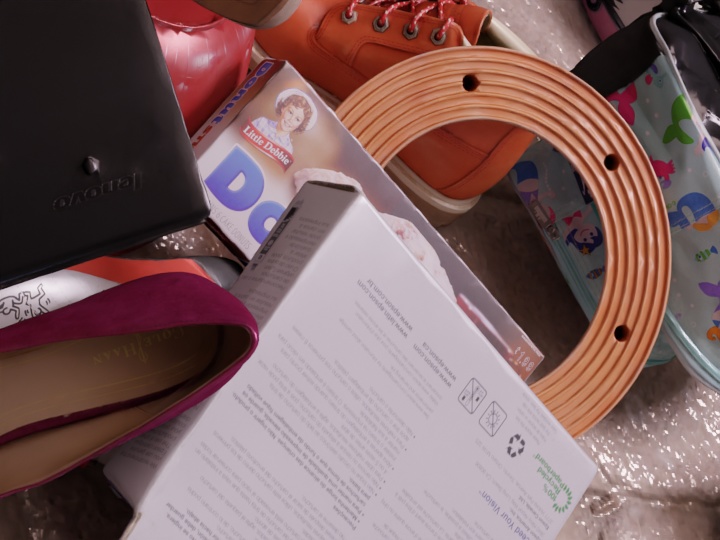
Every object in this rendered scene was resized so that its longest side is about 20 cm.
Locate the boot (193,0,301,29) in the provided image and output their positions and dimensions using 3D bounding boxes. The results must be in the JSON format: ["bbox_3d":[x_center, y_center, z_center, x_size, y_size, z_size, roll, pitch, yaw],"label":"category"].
[{"bbox_3d":[-0.046,-0.161,0.873,0.146,0.070,0.201,23,36,-61],"label":"boot"}]

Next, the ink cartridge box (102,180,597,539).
[{"bbox_3d":[-0.011,0.102,0.863,0.200,0.041,0.200,49,66,-35],"label":"ink cartridge box"}]

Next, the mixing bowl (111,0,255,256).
[{"bbox_3d":[-0.120,-0.117,0.929,0.200,0.108,0.201,24,49,-31],"label":"mixing bowl"}]

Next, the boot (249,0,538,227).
[{"bbox_3d":[0.010,-0.121,1.062,0.200,0.107,0.075,41,43,-14],"label":"boot"}]

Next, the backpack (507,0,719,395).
[{"bbox_3d":[0.184,-0.028,1.122,0.200,0.150,0.177,55,25,9],"label":"backpack"}]

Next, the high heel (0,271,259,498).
[{"bbox_3d":[-0.132,0.055,0.755,0.200,0.096,0.068,-34,107,-21],"label":"high heel"}]

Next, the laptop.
[{"bbox_3d":[-0.182,-0.090,0.829,0.186,0.116,0.200,-18,40,-11],"label":"laptop"}]

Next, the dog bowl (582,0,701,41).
[{"bbox_3d":[0.214,-0.175,1.326,0.200,0.074,0.201,25,49,-31],"label":"dog bowl"}]

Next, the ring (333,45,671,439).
[{"bbox_3d":[0.055,-0.006,1.014,0.199,0.019,0.202,0,90,-18],"label":"ring"}]

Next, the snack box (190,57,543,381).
[{"bbox_3d":[0.000,0.000,0.948,0.072,0.024,0.200,-48,119,-11],"label":"snack box"}]

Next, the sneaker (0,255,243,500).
[{"bbox_3d":[-0.104,0.053,0.854,0.201,0.067,0.108,-2,62,-48],"label":"sneaker"}]
